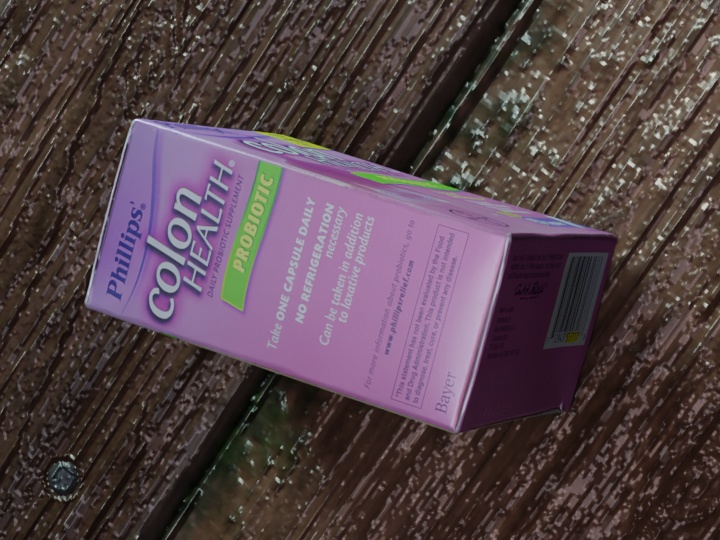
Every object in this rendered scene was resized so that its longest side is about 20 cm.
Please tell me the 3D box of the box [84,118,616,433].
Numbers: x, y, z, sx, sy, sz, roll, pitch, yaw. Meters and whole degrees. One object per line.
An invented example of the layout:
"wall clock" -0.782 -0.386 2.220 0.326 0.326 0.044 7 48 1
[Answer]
"box" 0.000 0.000 1.182 0.200 0.176 0.097 17 97 21
